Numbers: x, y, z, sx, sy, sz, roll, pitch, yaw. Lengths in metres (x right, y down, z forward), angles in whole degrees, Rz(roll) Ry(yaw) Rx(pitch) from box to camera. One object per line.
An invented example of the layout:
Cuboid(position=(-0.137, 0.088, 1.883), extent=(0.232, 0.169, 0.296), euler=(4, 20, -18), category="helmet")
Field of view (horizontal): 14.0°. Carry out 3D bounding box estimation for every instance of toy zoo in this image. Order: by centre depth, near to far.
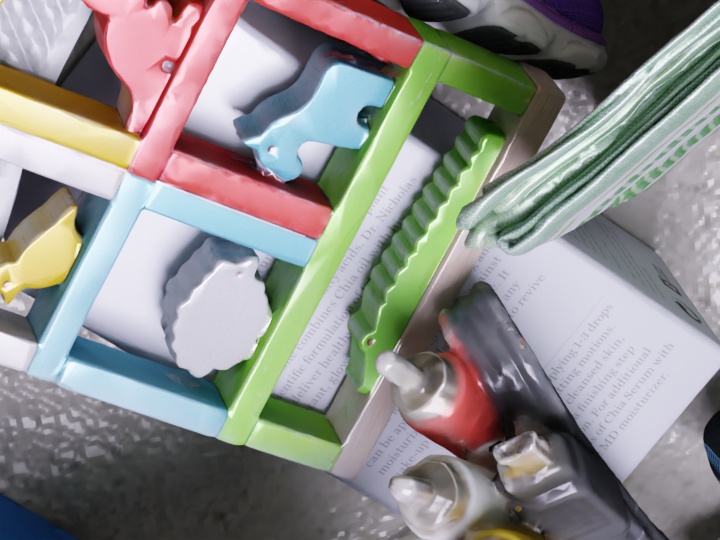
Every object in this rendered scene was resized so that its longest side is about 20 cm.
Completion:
Cuboid(position=(-0.058, -0.028, 0.789), extent=(0.199, 0.020, 0.132), euler=(21, 109, -26), category="toy zoo")

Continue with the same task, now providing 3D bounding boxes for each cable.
Cuboid(position=(0.055, 0.072, 0.851), extent=(0.050, 0.098, 0.200), euler=(-25, 151, 10), category="cable")

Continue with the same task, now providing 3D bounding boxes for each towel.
Cuboid(position=(0.106, -0.065, 0.803), extent=(0.152, 0.200, 0.023), euler=(-41, 85, 18), category="towel")

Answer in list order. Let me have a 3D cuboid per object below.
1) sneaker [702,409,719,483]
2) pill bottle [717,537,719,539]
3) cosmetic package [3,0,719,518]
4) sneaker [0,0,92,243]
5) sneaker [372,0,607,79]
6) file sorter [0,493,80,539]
Cuboid(position=(0.198, 0.018, 0.943), extent=(0.199, 0.082, 0.074), euler=(-30, 112, -20), category="sneaker")
Cuboid(position=(0.174, 0.178, 0.991), extent=(0.112, 0.112, 0.201), euler=(-24, 120, -1), category="pill bottle")
Cuboid(position=(0.000, 0.000, 0.877), extent=(0.200, 0.071, 0.102), euler=(33, 104, -27), category="cosmetic package")
Cuboid(position=(-0.131, -0.043, 0.815), extent=(0.078, 0.079, 0.201), euler=(26, 104, -28), category="sneaker")
Cuboid(position=(0.008, -0.119, 0.818), extent=(0.200, 0.080, 0.084), euler=(37, 73, -38), category="sneaker")
Cuboid(position=(-0.173, 0.122, 0.859), extent=(0.200, 0.139, 0.123), euler=(34, 107, -27), category="file sorter")
